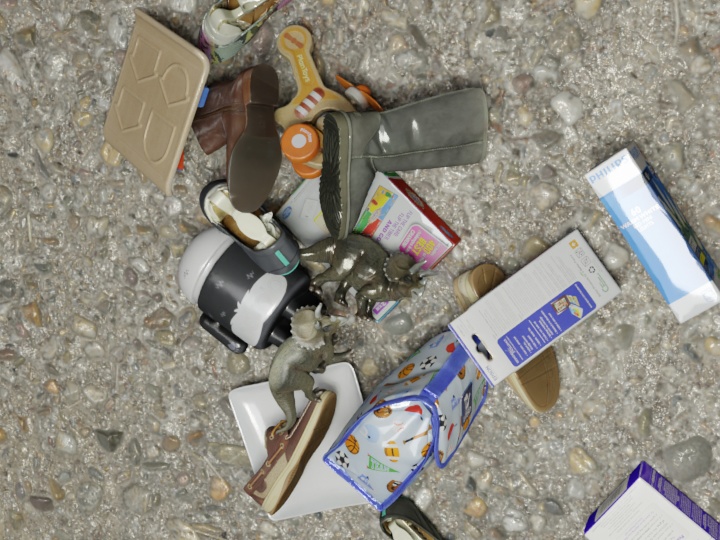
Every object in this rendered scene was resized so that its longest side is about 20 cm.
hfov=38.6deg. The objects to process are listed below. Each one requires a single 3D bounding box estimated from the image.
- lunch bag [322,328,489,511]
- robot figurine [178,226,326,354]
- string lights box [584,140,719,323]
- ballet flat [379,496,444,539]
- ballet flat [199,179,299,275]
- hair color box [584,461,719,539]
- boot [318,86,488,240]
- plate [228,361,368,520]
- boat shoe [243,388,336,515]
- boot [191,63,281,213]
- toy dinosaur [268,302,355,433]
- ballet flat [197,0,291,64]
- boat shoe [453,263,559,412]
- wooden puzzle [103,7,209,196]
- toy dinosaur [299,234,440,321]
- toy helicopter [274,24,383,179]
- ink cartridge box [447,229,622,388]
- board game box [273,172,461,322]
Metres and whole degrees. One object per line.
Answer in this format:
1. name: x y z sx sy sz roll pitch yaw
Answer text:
1. lunch bag: 0.073 0.174 1.264 0.124 0.170 0.200 39 130 5
2. robot figurine: -0.145 0.024 1.364 0.200 0.125 0.150 33 73 10
3. string lights box: 0.340 -0.047 1.183 0.059 0.103 0.200 -33 90 23
4. ballet flat: 0.096 0.393 1.384 0.200 0.068 0.068 43 111 6
5. ballet flat: -0.149 -0.069 1.288 0.200 0.073 0.073 42 114 34
6. hair color box: 0.391 0.347 1.272 0.200 0.065 0.109 41 111 9
7. boot: 0.054 -0.130 1.248 0.073 0.199 0.182 51 144 44
8. plate: -0.067 0.236 1.428 0.199 0.032 0.201 -16 96 23
9. boat shoe: -0.100 0.235 1.388 0.072 0.072 0.200 33 113 14
10. boot: -0.169 -0.158 1.299 0.200 0.064 0.187 -2 77 59
11. toy dinosaur: -0.075 0.115 1.303 0.200 0.102 0.077 -53 41 21
12. ballet flat: -0.147 -0.336 1.312 0.200 0.071 0.069 -33 90 23
13. boat shoe: 0.184 0.087 1.295 0.064 0.071 0.200 -27 90 58
14. wooden puzzle: -0.265 -0.223 1.363 0.185 0.046 0.200 39 119 40
15. toy dinosaur: 0.000 0.000 1.290 0.200 0.077 0.102 30 93 23
16. toy helicopter: -0.049 -0.221 1.282 0.132 0.079 0.201 -20 74 4
17. ink cartridge box: 0.208 0.045 1.240 0.200 0.037 0.095 -35 89 -9
18. board game box: 0.007 -0.056 1.334 0.200 0.040 0.153 46 112 5
